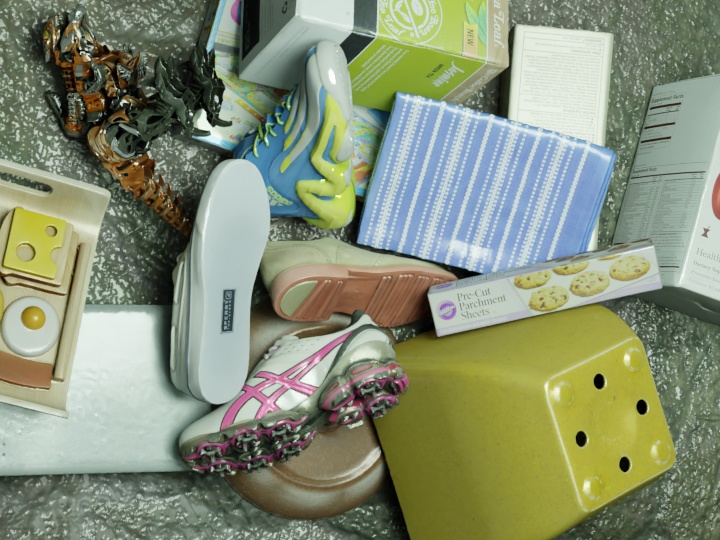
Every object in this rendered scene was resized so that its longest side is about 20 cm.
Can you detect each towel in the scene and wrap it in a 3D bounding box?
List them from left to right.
[{"bbox_3d":[0.107,-0.062,1.568,0.199,0.024,0.146,14,114,-5],"label":"towel"}]

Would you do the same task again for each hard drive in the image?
[{"bbox_3d":[-0.222,0.098,1.519,0.199,0.033,0.141,1,89,-22],"label":"hard drive"}]

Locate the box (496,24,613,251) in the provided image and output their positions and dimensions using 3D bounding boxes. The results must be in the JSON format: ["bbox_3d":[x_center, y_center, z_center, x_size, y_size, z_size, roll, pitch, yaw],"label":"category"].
[{"bbox_3d":[0.170,-0.113,1.644,0.094,0.078,0.201,6,87,-3],"label":"box"}]

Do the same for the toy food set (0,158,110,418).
[{"bbox_3d":[-0.284,0.009,1.453,0.143,0.060,0.201,15,66,-16],"label":"toy food set"}]

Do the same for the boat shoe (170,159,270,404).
[{"bbox_3d":[-0.126,0.006,1.500,0.073,0.065,0.201,9,91,-44],"label":"boat shoe"}]

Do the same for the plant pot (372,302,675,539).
[{"bbox_3d":[0.153,0.132,1.560,0.195,0.200,0.195,-22,98,-34],"label":"plant pot"}]

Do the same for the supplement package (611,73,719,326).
[{"bbox_3d":[0.359,-0.053,1.693,0.190,0.147,0.201,18,84,-20],"label":"supplement package"}]

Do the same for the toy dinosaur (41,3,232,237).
[{"bbox_3d":[-0.184,-0.129,1.508,0.200,0.135,0.102,54,27,-27],"label":"toy dinosaur"}]

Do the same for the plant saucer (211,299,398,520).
[{"bbox_3d":[-0.038,0.118,1.592,0.199,0.037,0.202,1,88,-21],"label":"plant saucer"}]

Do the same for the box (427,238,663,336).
[{"bbox_3d":[0.158,0.014,1.565,0.199,0.039,0.042,-12,100,7],"label":"box"}]

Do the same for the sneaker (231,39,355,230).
[{"bbox_3d":[-0.057,-0.104,1.496,0.104,0.201,0.076,-2,48,0],"label":"sneaker"}]

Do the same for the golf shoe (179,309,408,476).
[{"bbox_3d":[-0.063,0.105,1.532,0.199,0.073,0.092,-23,56,-5],"label":"golf shoe"}]

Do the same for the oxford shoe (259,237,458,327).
[{"bbox_3d":[0.000,0.000,1.591,0.199,0.074,0.071,6,129,-39],"label":"oxford shoe"}]

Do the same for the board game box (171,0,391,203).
[{"bbox_3d":[-0.051,-0.150,1.591,0.199,0.034,0.135,19,82,-20],"label":"board game box"}]

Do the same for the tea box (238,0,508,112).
[{"bbox_3d":[0.011,-0.255,1.539,0.196,0.134,0.201,9,69,-24],"label":"tea box"}]
